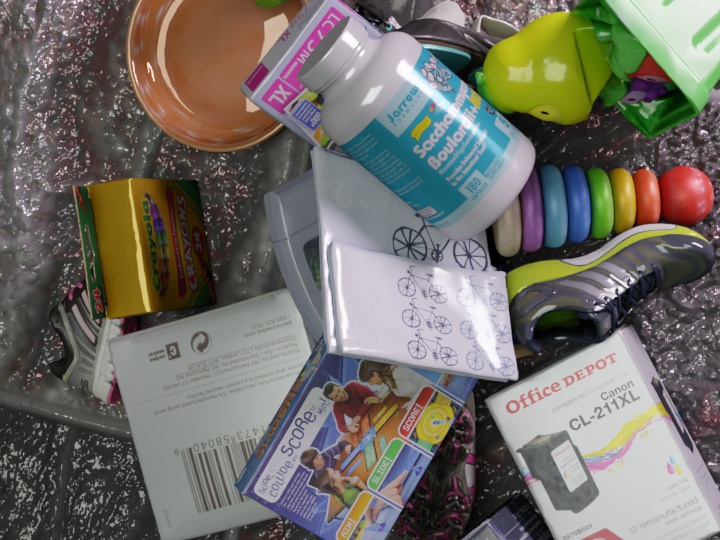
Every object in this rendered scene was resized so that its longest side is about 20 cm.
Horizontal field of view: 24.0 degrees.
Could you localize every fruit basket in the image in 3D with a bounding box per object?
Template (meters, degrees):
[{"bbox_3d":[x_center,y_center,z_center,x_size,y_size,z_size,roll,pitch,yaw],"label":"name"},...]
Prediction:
[{"bbox_3d":[0.211,-0.174,1.457,0.215,0.216,0.156,-41,90,14],"label":"fruit basket"}]

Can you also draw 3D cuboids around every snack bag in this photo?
[{"bbox_3d":[0.047,-0.006,1.455,0.021,0.188,0.201,-39,48,48],"label":"snack bag"}]

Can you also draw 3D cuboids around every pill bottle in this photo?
[{"bbox_3d":[0.043,-0.124,1.429,0.200,0.111,0.111,39,103,-15],"label":"pill bottle"}]

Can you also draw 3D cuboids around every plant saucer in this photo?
[{"bbox_3d":[-0.131,-0.216,1.652,0.199,0.037,0.201,1,92,16],"label":"plant saucer"}]

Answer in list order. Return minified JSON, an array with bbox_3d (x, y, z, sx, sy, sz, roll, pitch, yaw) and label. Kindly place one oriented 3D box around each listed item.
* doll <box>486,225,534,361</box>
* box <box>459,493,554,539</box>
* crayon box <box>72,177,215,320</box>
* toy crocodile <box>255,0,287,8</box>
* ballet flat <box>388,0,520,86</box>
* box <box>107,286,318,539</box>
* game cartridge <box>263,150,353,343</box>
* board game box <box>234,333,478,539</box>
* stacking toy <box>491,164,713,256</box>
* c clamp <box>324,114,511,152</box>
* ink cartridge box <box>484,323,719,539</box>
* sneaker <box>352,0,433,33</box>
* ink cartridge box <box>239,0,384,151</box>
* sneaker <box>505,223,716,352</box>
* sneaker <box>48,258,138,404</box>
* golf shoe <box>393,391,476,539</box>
[{"bbox_3d":[0.106,-0.007,1.585,0.136,0.048,0.201,-21,81,19],"label":"doll"},{"bbox_3d":[0.154,0.321,1.534,0.107,0.148,0.200,-41,82,14],"label":"box"},{"bbox_3d":[-0.201,-0.021,1.596,0.051,0.200,0.128,-9,90,16],"label":"crayon box"},{"bbox_3d":[-0.053,-0.293,1.586,0.199,0.062,0.068,-10,71,-12],"label":"toy crocodile"},{"bbox_3d":[0.093,-0.200,1.529,0.068,0.199,0.069,-31,56,48],"label":"ballet flat"},{"bbox_3d":[-0.095,0.127,1.587,0.198,0.171,0.201,-17,87,16],"label":"box"},{"bbox_3d":[0.000,0.000,1.496,0.133,0.041,0.201,-30,99,-23],"label":"game cartridge"},{"bbox_3d":[0.000,0.133,1.454,0.135,0.034,0.201,32,87,-17],"label":"board game box"},{"bbox_3d":[0.218,-0.064,1.524,0.199,0.085,0.086,-6,91,0],"label":"stacking toy"},{"bbox_3d":[0.044,-0.058,1.545,0.170,0.027,0.201,6,100,-6],"label":"c clamp"},{"bbox_3d":[0.223,0.169,1.541,0.145,0.083,0.201,-29,84,16],"label":"ink cartridge box"},{"bbox_3d":[0.003,-0.203,1.586,0.075,0.079,0.201,32,100,30],"label":"sneaker"},{"bbox_3d":[0.003,-0.155,1.552,0.200,0.042,0.119,33,101,-32],"label":"ink cartridge box"},{"bbox_3d":[0.221,0.023,1.499,0.199,0.081,0.074,-20,131,8],"label":"sneaker"},{"bbox_3d":[-0.266,0.030,1.683,0.087,0.074,0.201,10,100,10],"label":"sneaker"},{"bbox_3d":[0.077,0.175,1.581,0.072,0.092,0.201,12,125,4],"label":"golf shoe"}]
